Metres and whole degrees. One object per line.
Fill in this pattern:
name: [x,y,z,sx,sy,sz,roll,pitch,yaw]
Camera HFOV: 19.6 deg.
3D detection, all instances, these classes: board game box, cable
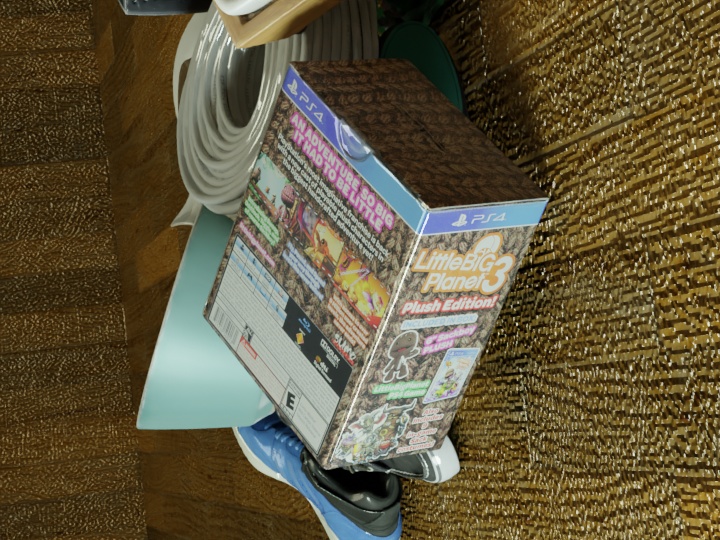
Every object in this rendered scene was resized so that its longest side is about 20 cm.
board game box: [0.004,-0.006,1.308,0.160,0.097,0.201,48,130,37]
cable: [-0.059,-0.131,1.429,0.200,0.069,0.201,-19,64,59]

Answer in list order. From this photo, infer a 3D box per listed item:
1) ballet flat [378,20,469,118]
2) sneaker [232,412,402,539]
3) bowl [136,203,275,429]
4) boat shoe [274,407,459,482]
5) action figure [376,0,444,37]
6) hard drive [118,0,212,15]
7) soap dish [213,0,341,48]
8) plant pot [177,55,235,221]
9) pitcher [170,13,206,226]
ballet flat: [0.043,-0.065,1.389,0.073,0.073,0.201,120,139,-69]
sneaker: [-0.034,0.142,1.700,0.200,0.077,0.111,50,151,29]
bowl: [-0.102,0.045,1.683,0.201,0.105,0.202,-164,90,-88]
boat shoe: [-0.002,0.119,1.558,0.200,0.066,0.070,30,146,53]
action figure: [0.029,-0.201,1.433,0.200,0.054,0.119,108,150,-70]
hard drive: [-0.104,-0.274,1.636,0.042,0.199,0.136,28,124,52]
soap dish: [-0.021,-0.250,1.304,0.081,0.200,0.158,23,-143,-60]
plant pot: [-0.088,-0.112,1.601,0.201,0.092,0.202,174,90,-78]
pitcher: [-0.099,-0.137,1.893,0.171,0.121,0.201,-3,-81,-65]
